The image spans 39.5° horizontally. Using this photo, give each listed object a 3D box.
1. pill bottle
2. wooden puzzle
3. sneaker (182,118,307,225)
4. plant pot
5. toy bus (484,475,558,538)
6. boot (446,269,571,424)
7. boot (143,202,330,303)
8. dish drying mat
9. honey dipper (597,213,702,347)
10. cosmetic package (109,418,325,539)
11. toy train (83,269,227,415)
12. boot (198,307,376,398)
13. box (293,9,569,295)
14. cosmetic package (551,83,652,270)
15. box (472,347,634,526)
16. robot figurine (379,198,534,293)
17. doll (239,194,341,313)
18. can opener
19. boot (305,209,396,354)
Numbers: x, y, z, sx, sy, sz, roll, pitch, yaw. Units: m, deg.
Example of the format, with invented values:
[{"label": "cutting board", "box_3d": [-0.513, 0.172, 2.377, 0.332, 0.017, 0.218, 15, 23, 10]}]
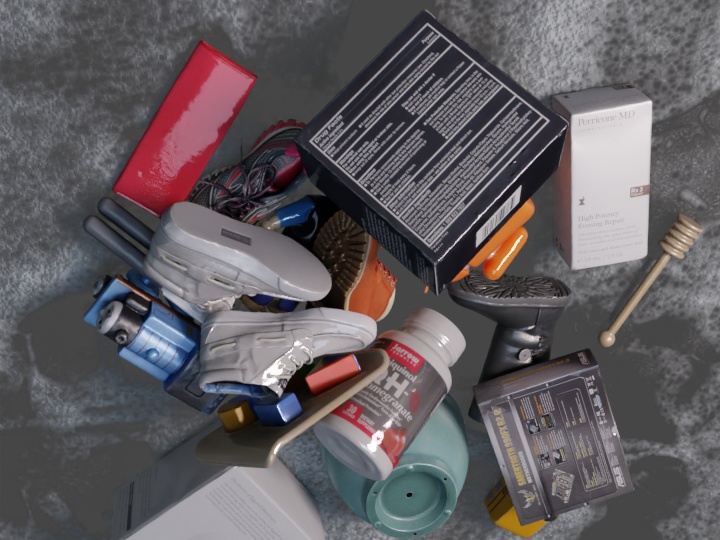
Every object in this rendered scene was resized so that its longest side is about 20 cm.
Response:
[{"label": "pill bottle", "box_3d": [0.041, 0.144, 1.217, 0.200, 0.110, 0.111, -51, 120, -24]}, {"label": "wooden puzzle", "box_3d": [-0.086, 0.148, 1.160, 0.200, 0.185, 0.046, -38, 105, -33]}, {"label": "sneaker", "box_3d": [-0.131, -0.088, 1.129, 0.200, 0.075, 0.081, -43, 116, 13]}, {"label": "plant pot", "box_3d": [0.055, 0.259, 1.304, 0.199, 0.134, 0.201, -4, 118, -8]}, {"label": "toy bus", "box_3d": [0.259, 0.277, 1.381, 0.065, 0.078, 0.200, 30, 108, -20]}, {"label": "boot", "box_3d": [0.170, 0.104, 1.291, 0.164, 0.066, 0.201, 6, 120, -11]}, {"label": "boot", "box_3d": [-0.139, 0.001, 1.114, 0.199, 0.074, 0.096, 25, 128, -15]}, {"label": "dish drying mat", "box_3d": [-0.196, -0.151, 1.116, 0.077, 0.018, 0.200, 30, 109, -15]}, {"label": "honey dipper", "box_3d": [0.368, 0.020, 1.295, 0.038, 0.038, 0.201, 21, 113, -19]}, {"label": "cosmetic package", "box_3d": [-0.182, 0.327, 1.303, 0.199, 0.123, 0.200, -33, 117, 9]}, {"label": "toy train", "box_3d": [-0.227, 0.079, 1.173, 0.200, 0.114, 0.087, 36, 105, -24]}, {"label": "boot", "box_3d": [-0.081, 0.099, 1.116, 0.199, 0.096, 0.074, -2, 148, 4]}, {"label": "box", "box_3d": [0.074, -0.122, 1.042, 0.198, 0.123, 0.200, 43, 81, 15]}, {"label": "cosmetic package", "box_3d": [0.285, -0.110, 1.194, 0.101, 0.074, 0.201, -11, 119, -5]}, {"label": "box", "box_3d": [0.248, 0.215, 1.283, 0.158, 0.048, 0.201, -19, 112, 7]}, {"label": "robot figurine", "box_3d": [0.121, -0.066, 1.161, 0.200, 0.117, 0.144, -43, 141, 14]}, {"label": "doll", "box_3d": [-0.066, -0.033, 1.179, 0.136, 0.049, 0.201, 20, 110, -38]}, {"label": "can opener", "box_3d": [-0.231, -0.006, 1.162, 0.200, 0.066, 0.053, 39, 81, -17]}, {"label": "boot", "box_3d": [0.000, 0.000, 1.178, 0.107, 0.075, 0.201, -21, 142, -34]}]
